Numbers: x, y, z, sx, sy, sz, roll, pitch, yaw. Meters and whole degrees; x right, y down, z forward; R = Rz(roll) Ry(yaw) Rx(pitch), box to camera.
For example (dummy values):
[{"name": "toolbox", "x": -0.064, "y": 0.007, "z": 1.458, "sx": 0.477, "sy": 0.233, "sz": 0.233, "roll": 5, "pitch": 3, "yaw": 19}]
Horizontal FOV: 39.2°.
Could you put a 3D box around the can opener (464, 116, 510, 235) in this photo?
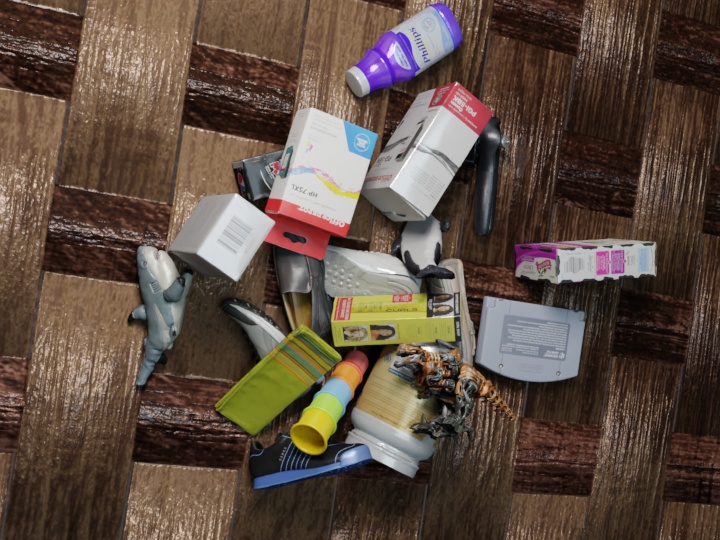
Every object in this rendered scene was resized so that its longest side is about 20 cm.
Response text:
[{"name": "can opener", "x": 0.210, "y": -0.158, "z": 1.687, "sx": 0.063, "sy": 0.078, "sz": 0.202, "roll": -14, "pitch": 104, "yaw": -60}]

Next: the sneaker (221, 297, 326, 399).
[{"name": "sneaker", "x": -0.141, "y": 0.120, "z": 1.544, "sx": 0.079, "sy": 0.074, "sz": 0.200, "roll": -44, "pitch": 105, "yaw": -2}]

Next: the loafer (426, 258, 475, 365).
[{"name": "loafer", "x": 0.163, "y": 0.079, "z": 1.668, "sx": 0.062, "sy": 0.072, "sz": 0.202, "roll": -16, "pitch": 96, "yaw": -28}]

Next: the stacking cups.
[{"name": "stacking cups", "x": -0.038, "y": 0.191, "z": 1.541, "sx": 0.061, "sy": 0.060, "sz": 0.200, "roll": 53, "pitch": 40, "yaw": -16}]

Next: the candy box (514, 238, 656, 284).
[{"name": "candy box", "x": 0.380, "y": -0.017, "z": 1.713, "sx": 0.198, "sy": 0.136, "sz": 0.062, "roll": -5, "pitch": 96, "yaw": -21}]

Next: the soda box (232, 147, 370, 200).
[{"name": "soda box", "x": -0.090, "y": -0.161, "z": 1.549, "sx": 0.198, "sy": 0.071, "sz": 0.064, "roll": -18, "pitch": 99, "yaw": -20}]

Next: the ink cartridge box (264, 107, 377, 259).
[{"name": "ink cartridge box", "x": -0.063, "y": -0.124, "z": 1.488, "sx": 0.115, "sy": 0.067, "sz": 0.202, "roll": 18, "pitch": 88, "yaw": -23}]

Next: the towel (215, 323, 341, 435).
[{"name": "towel", "x": -0.125, "y": 0.169, "z": 1.525, "sx": 0.086, "sy": 0.018, "sz": 0.200, "roll": 40, "pitch": 109, "yaw": -21}]

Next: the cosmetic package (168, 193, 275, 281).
[{"name": "cosmetic package", "x": -0.202, "y": -0.047, "z": 1.440, "sx": 0.071, "sy": 0.200, "sz": 0.102, "roll": 36, "pitch": 80, "yaw": -20}]

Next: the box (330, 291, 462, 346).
[{"name": "box", "x": 0.057, "y": 0.074, "z": 1.550, "sx": 0.198, "sy": 0.075, "sz": 0.051, "roll": -3, "pitch": 121, "yaw": 8}]

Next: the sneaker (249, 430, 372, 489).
[{"name": "sneaker", "x": -0.080, "y": 0.276, "z": 1.531, "sx": 0.198, "sy": 0.070, "sz": 0.079, "roll": -15, "pitch": 74, "yaw": 15}]

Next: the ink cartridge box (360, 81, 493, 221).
[{"name": "ink cartridge box", "x": 0.098, "y": -0.184, "z": 1.584, "sx": 0.083, "sy": 0.147, "sz": 0.201, "roll": 36, "pitch": 79, "yaw": -18}]

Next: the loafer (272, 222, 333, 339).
[{"name": "loafer", "x": -0.093, "y": 0.019, "z": 1.541, "sx": 0.072, "sy": 0.072, "sz": 0.202, "roll": -42, "pitch": 115, "yaw": -61}]

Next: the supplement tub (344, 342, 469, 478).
[{"name": "supplement tub", "x": 0.072, "y": 0.208, "z": 1.594, "sx": 0.144, "sy": 0.144, "sz": 0.201, "roll": 30, "pitch": 81, "yaw": -20}]

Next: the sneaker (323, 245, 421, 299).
[{"name": "sneaker", "x": 0.000, "y": 0.000, "z": 1.600, "sx": 0.198, "sy": 0.081, "sz": 0.077, "roll": 19, "pitch": 125, "yaw": -6}]

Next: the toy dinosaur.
[{"name": "toy dinosaur", "x": 0.139, "y": 0.178, "z": 1.494, "sx": 0.198, "sy": 0.102, "sz": 0.137, "roll": 17, "pitch": 66, "yaw": 7}]

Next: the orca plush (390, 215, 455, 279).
[{"name": "orca plush", "x": 0.114, "y": -0.021, "z": 1.586, "sx": 0.105, "sy": 0.200, "sz": 0.071, "roll": -34, "pitch": 116, "yaw": -1}]

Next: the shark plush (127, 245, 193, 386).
[{"name": "shark plush", "x": -0.304, "y": 0.067, "z": 1.498, "sx": 0.082, "sy": 0.091, "sz": 0.202, "roll": 11, "pitch": 110, "yaw": -3}]

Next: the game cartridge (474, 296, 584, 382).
[{"name": "game cartridge", "x": 0.290, "y": 0.123, "z": 1.738, "sx": 0.198, "sy": 0.040, "sz": 0.135, "roll": 9, "pitch": 86, "yaw": -22}]

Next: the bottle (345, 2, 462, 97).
[{"name": "bottle", "x": 0.067, "y": -0.346, "z": 1.607, "sx": 0.199, "sy": 0.065, "sz": 0.084, "roll": -35, "pitch": 106, "yaw": -17}]
